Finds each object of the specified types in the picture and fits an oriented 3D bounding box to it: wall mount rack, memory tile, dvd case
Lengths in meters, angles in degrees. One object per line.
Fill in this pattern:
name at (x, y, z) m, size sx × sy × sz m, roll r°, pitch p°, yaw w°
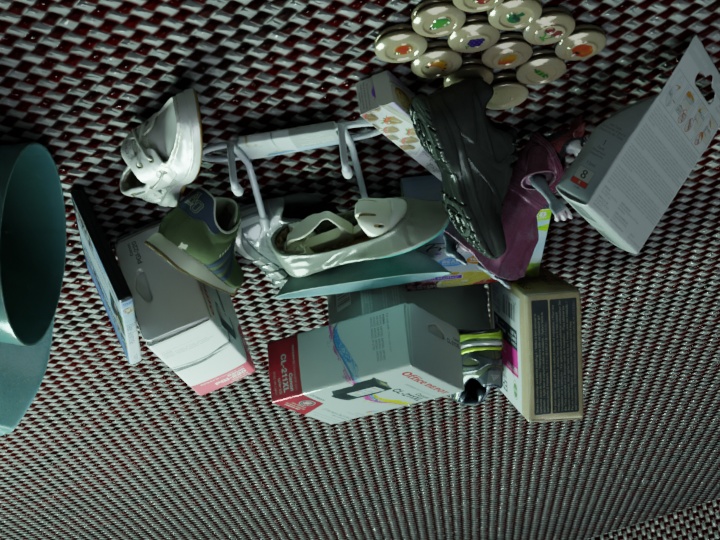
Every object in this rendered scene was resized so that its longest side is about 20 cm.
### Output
wall mount rack at (-0.063, -0.100, 1.375) m, size 0.200 × 0.075 × 0.174 m, roll -8°, pitch 171°, yaw 6°
memory tile at (0.123, -0.212, 1.240) m, size 0.200 × 0.017 × 0.153 m, roll 15°, pitch 148°, yaw -43°
dvd case at (-0.284, 0.010, 1.480) m, size 0.018 × 0.143 × 0.200 m, roll -22°, pitch 160°, yaw -15°

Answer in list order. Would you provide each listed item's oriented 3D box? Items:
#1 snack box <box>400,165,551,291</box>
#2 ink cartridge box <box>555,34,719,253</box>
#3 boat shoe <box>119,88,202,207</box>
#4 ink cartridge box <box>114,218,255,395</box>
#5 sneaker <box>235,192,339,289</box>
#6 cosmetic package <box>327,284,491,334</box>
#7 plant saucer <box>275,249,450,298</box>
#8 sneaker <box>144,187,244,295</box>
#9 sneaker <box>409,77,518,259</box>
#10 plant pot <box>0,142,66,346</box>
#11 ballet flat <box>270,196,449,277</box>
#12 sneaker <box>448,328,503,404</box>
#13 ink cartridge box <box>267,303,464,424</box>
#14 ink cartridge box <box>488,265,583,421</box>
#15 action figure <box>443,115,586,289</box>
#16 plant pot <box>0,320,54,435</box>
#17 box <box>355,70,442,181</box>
snack box at (0.132, -0.047, 1.561) m, size 0.169 × 0.068 × 0.200 m, roll -7°, pitch 155°, yaw 0°
ink cartridge box at (0.295, -0.131, 1.351) m, size 0.050 × 0.200 × 0.162 m, roll 30°, pitch 179°, yaw 34°
boat shoe at (-0.201, -0.115, 1.299) m, size 0.069 × 0.071 × 0.200 m, roll 0°, pitch 157°, yaw -19°
ink cartridge box at (-0.206, 0.045, 1.566) m, size 0.085 × 0.146 × 0.200 m, roll -24°, pitch 156°, yaw 3°
sneaker at (-0.062, -0.033, 1.533) m, size 0.115 × 0.075 × 0.200 m, roll -20°, pitch 153°, yaw 23°
cosmetic package at (0.062, 0.038, 1.692) m, size 0.200 × 0.107 × 0.090 m, roll 10°, pitch 153°, yaw -32°
plant saucer at (0.000, 0.000, 1.494) m, size 0.201 × 0.039 × 0.201 m, roll -9°, pitch 176°, yaw -1°
sneaker at (-0.154, -0.034, 1.409) m, size 0.090 × 0.067 × 0.200 m, roll -54°, pitch 162°, yaw 0°
sneaker at (0.120, -0.099, 1.300) m, size 0.091 × 0.076 × 0.200 m, roll -28°, pitch 125°, yaw -10°
plant pot at (-0.399, -0.029, 1.300) m, size 0.161 × 0.201 × 0.201 m, roll 3°, pitch 157°, yaw 5°
ballet flat at (-0.005, -0.043, 1.385) m, size 0.200 × 0.067 × 0.064 m, roll -17°, pitch 135°, yaw 24°
sneaker at (0.123, 0.140, 1.713) m, size 0.074 × 0.081 × 0.200 m, roll 2°, pitch 159°, yaw -23°
ink cartridge box at (0.008, 0.118, 1.624) m, size 0.200 × 0.083 × 0.146 m, roll -17°, pitch 155°, yaw 27°
ink cartridge box at (0.221, 0.087, 1.678) m, size 0.075 × 0.165 × 0.200 m, roll -4°, pitch -170°, yaw -8°
action figure at (0.176, -0.087, 1.420) m, size 0.200 × 0.149 × 0.134 m, roll -58°, pitch 160°, yaw 9°
plant pot at (-0.492, 0.102, 1.556) m, size 0.196 × 0.200 × 0.196 m, roll -19°, pitch 154°, yaw 27°
box at (0.060, -0.143, 1.351) m, size 0.039 × 0.041 × 0.200 m, roll -19°, pitch 154°, yaw 24°
